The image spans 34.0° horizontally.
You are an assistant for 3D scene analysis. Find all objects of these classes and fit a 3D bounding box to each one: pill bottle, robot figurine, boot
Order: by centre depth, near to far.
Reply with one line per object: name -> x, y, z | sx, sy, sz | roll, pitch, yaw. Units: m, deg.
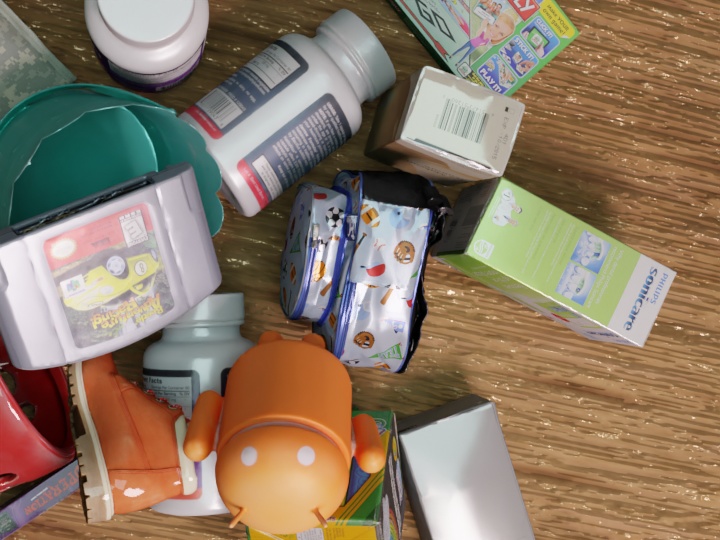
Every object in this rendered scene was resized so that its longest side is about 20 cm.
robot figurine -> -0.062, 0.140, 1.009 | 0.144, 0.201, 0.116 | 36, 121, -25
boot -> -0.206, 0.130, 1.048 | 0.107, 0.201, 0.075 | -9, 137, -17
pill bottle -> -0.195, -0.231, 1.080 | 0.111, 0.200, 0.112 | 0, 90, -10
pill bottle -> -0.151, 0.123, 1.126 | 0.111, 0.111, 0.202 | -1, 90, -9
pill bottle -> -0.068, -0.157, 1.143 | 0.200, 0.120, 0.120 | -39, 96, -8

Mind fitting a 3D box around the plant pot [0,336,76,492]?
plant pot -> -0.376, 0.116, 1.056 | 0.182, 0.200, 0.201 | -25, 94, 2

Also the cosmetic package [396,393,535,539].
cosmetic package -> 0.107, 0.236, 1.192 | 0.106, 0.090, 0.201 | -16, 90, -9

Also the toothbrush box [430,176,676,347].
toothbrush box -> 0.187, -0.007, 1.173 | 0.199, 0.146, 0.087 | 26, 86, -9

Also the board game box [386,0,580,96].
board game box -> 0.115, -0.278, 1.219 | 0.134, 0.029, 0.200 | -42, 96, -6

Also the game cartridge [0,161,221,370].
game cartridge -> -0.218, 0.001, 1.009 | 0.199, 0.041, 0.134 | -25, 124, -23

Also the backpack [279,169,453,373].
backpack -> 0.000, 0.000, 1.127 | 0.153, 0.200, 0.192 | 1, 97, -5

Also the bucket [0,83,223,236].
bucket -> -0.242, -0.067, 1.073 | 0.206, 0.135, 0.209 | -12, 113, -30

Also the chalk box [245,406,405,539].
chalk box -> -0.026, 0.214, 1.119 | 0.123, 0.200, 0.126 | -2, 121, 8

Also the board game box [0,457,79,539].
board game box -> -0.331, 0.232, 1.100 | 0.199, 0.120, 0.032 | -34, 96, -7

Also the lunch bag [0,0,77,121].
lunch bag -> -0.386, -0.191, 1.087 | 0.164, 0.118, 0.200 | -45, 108, -7

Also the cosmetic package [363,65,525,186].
cosmetic package -> 0.074, -0.133, 1.126 | 0.105, 0.200, 0.072 | 19, 88, -8
